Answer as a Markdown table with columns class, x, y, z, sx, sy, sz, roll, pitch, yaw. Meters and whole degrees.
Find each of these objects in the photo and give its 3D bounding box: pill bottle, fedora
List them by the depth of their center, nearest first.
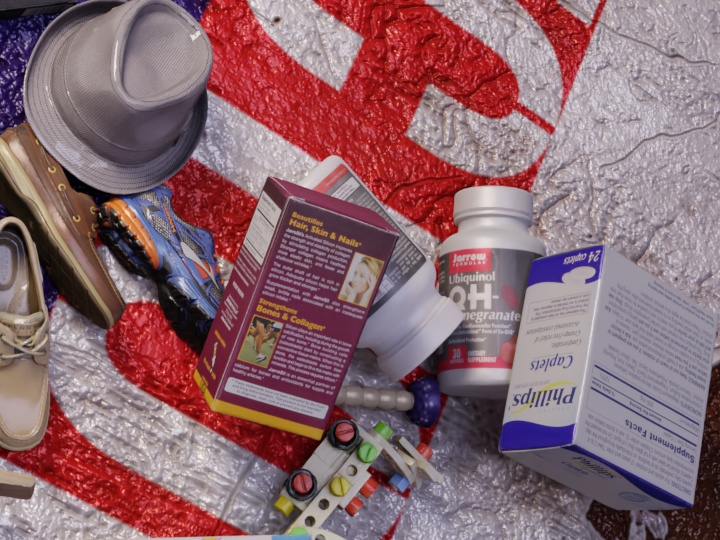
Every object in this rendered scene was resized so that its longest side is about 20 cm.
| class | x | y | z | sx | sy | sz | roll | pitch | yaw |
| --- | --- | --- | --- | --- | --- | --- | --- | --- | --- |
| fedora | -0.202 | -0.176 | 1.418 | 0.177 | 0.090 | 0.200 | 48 | 47 | -11 |
| pill bottle | 0.000 | 0.000 | 1.486 | 0.200 | 0.116 | 0.116 | 48 | 63 | -2 |
| pill bottle | 0.132 | 0.023 | 1.565 | 0.109 | 0.110 | 0.203 | 7 | 77 | -25 |

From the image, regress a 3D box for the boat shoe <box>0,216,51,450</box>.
| class | x | y | z | sx | sy | sz | roll | pitch | yaw |
| --- | --- | --- | --- | --- | --- | --- | --- | --- | --- |
| boat shoe | -0.304 | 0.055 | 1.362 | 0.071 | 0.065 | 0.203 | -1 | 81 | -27 |

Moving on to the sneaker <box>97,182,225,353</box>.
| class | x | y | z | sx | sy | sz | roll | pitch | yaw |
| --- | --- | --- | --- | --- | --- | --- | --- | --- | --- |
| sneaker | -0.155 | 0.000 | 1.447 | 0.078 | 0.075 | 0.201 | -43 | 102 | -30 |

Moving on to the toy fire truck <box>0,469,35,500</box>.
| class | x | y | z | sx | sy | sz | roll | pitch | yaw |
| --- | --- | --- | --- | --- | --- | --- | --- | --- | --- |
| toy fire truck | -0.364 | 0.180 | 1.245 | 0.199 | 0.176 | 0.129 | -35 | 96 | -28 |

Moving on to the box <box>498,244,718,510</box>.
| class | x | y | z | sx | sy | sz | roll | pitch | yaw |
| --- | --- | --- | --- | --- | --- | --- | --- | --- | --- |
| box | 0.241 | 0.107 | 1.503 | 0.183 | 0.104 | 0.202 | 28 | 64 | -34 |

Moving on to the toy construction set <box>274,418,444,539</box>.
| class | x | y | z | sx | sy | sz | roll | pitch | yaw |
| --- | --- | --- | --- | --- | --- | --- | --- | --- | --- |
| toy construction set | -0.004 | 0.219 | 1.467 | 0.131 | 0.092 | 0.200 | 40 | 59 | 3 |

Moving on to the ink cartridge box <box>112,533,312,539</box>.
| class | x | y | z | sx | sy | sz | roll | pitch | yaw |
| --- | --- | --- | --- | --- | --- | --- | --- | --- | --- |
| ink cartridge box | -0.154 | 0.297 | 1.357 | 0.198 | 0.125 | 0.130 | 4 | 78 | -26 |

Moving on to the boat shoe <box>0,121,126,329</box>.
| class | x | y | z | sx | sy | sz | roll | pitch | yaw |
| --- | --- | --- | --- | --- | --- | --- | --- | --- | --- |
| boat shoe | -0.263 | -0.043 | 1.399 | 0.067 | 0.072 | 0.201 | -33 | 93 | -26 |

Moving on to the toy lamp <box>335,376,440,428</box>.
| class | x | y | z | sx | sy | sz | roll | pitch | yaw |
| --- | --- | --- | --- | --- | --- | --- | --- | --- | --- |
| toy lamp | -0.019 | 0.119 | 1.500 | 0.198 | 0.058 | 0.059 | 5 | 78 | -26 |

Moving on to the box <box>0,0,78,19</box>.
| class | x | y | z | sx | sy | sz | roll | pitch | yaw |
| --- | --- | --- | --- | --- | --- | --- | --- | --- | --- |
| box | -0.351 | -0.330 | 1.431 | 0.142 | 0.036 | 0.203 | -12 | 87 | -29 |

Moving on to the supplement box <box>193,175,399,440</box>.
| class | x | y | z | sx | sy | sz | roll | pitch | yaw |
| --- | --- | --- | --- | --- | --- | --- | --- | --- | --- |
| supplement box | -0.059 | 0.032 | 1.378 | 0.109 | 0.086 | 0.202 | 17 | 100 | -22 |
